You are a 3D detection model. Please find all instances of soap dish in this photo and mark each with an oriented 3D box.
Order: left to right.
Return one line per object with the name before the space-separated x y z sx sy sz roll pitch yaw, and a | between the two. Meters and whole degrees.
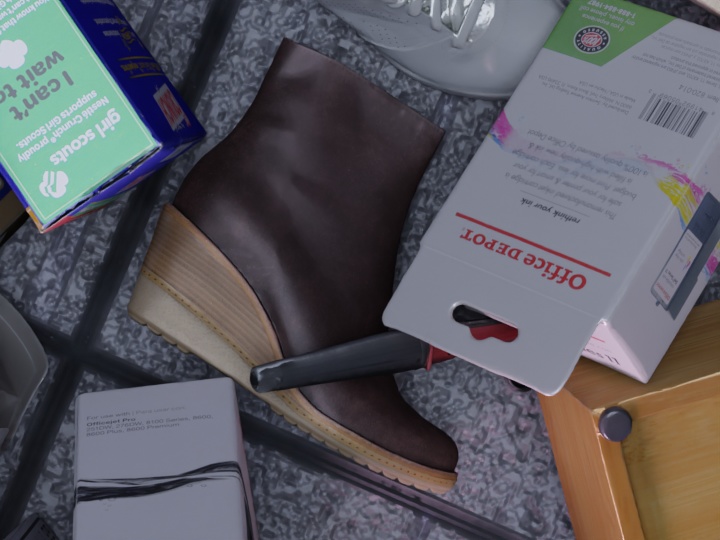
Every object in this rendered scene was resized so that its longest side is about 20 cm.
soap dish | 0.199 0.092 1.321 0.199 0.081 0.158 -16 106 -2

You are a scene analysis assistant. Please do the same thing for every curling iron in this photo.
curling iron | 0.036 0.046 1.315 0.199 0.026 0.050 -2 89 -33

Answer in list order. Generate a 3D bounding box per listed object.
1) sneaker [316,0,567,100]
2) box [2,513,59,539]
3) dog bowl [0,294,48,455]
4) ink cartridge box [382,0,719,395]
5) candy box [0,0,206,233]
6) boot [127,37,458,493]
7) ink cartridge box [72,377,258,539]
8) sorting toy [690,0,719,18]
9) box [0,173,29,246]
sneaker | 0.018 -0.143 1.326 0.199 0.088 0.076 26 91 -3
box | -0.189 0.187 1.285 0.117 0.200 0.060 -43 93 0
dog bowl | -0.250 0.038 1.287 0.199 0.200 0.059 29 110 -1
ink cartridge box | 0.112 -0.026 1.292 0.117 0.067 0.200 23 74 35
candy box | -0.166 -0.123 1.288 0.077 0.169 0.200 -36 91 5
boot | 0.000 0.000 1.341 0.200 0.072 0.167 34 86 -8
ink cartridge box | -0.087 0.166 1.263 0.084 0.200 0.145 -7 122 -1
sorting toy | 0.232 -0.203 1.301 0.198 0.070 0.201 31 92 0
box | -0.263 -0.068 1.318 0.200 0.121 0.032 37 125 -1
